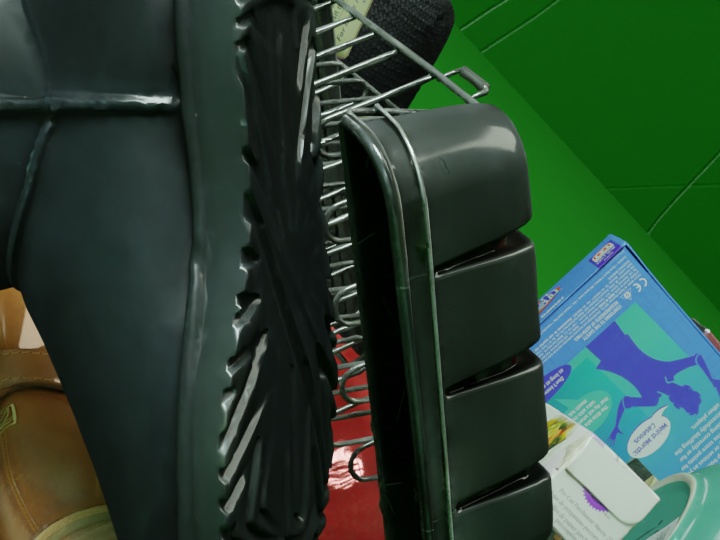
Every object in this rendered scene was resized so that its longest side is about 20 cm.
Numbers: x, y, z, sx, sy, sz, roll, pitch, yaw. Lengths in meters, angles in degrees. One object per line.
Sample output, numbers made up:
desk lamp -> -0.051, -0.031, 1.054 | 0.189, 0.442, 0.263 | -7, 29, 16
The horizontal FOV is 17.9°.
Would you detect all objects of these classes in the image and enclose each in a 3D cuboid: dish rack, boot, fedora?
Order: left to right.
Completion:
boot -> -0.095, 0.001, 0.610 | 0.076, 0.167, 0.202 | -3, 92, -69
boot -> -0.041, 0.084, 0.709 | 0.199, 0.077, 0.156 | 21, 32, -46
fedora -> -0.020, -0.136, 1.158 | 0.200, 0.092, 0.201 | 38, 15, -12
dish rack -> -0.002, -0.008, 0.703 | 0.200, 0.054, 0.154 | -134, -146, -56

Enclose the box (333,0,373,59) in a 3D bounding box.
box -> -0.101, -0.182, 0.937 | 0.175, 0.097, 0.200 | 28, 5, 33

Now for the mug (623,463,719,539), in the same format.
mug -> 0.172, 0.151, 1.053 | 0.114, 0.185, 0.152 | 43, -8, -7

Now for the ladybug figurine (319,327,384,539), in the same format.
ladybug figurine -> 0.017, 0.073, 0.847 | 0.136, 0.071, 0.200 | 63, 26, -20

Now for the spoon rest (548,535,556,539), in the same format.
spoon rest -> 0.025, 0.100, 1.012 | 0.099, 0.061, 0.200 | 45, -2, -32

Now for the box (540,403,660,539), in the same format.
box -> 0.082, 0.084, 0.980 | 0.041, 0.039, 0.200 | 46, -2, -5

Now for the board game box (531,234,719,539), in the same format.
board game box -> 0.137, 0.107, 1.141 | 0.200, 0.152, 0.045 | 49, 1, -8

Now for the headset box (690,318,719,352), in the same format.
headset box -> 0.175, 0.134, 1.213 | 0.200, 0.148, 0.075 | 50, 3, -1
